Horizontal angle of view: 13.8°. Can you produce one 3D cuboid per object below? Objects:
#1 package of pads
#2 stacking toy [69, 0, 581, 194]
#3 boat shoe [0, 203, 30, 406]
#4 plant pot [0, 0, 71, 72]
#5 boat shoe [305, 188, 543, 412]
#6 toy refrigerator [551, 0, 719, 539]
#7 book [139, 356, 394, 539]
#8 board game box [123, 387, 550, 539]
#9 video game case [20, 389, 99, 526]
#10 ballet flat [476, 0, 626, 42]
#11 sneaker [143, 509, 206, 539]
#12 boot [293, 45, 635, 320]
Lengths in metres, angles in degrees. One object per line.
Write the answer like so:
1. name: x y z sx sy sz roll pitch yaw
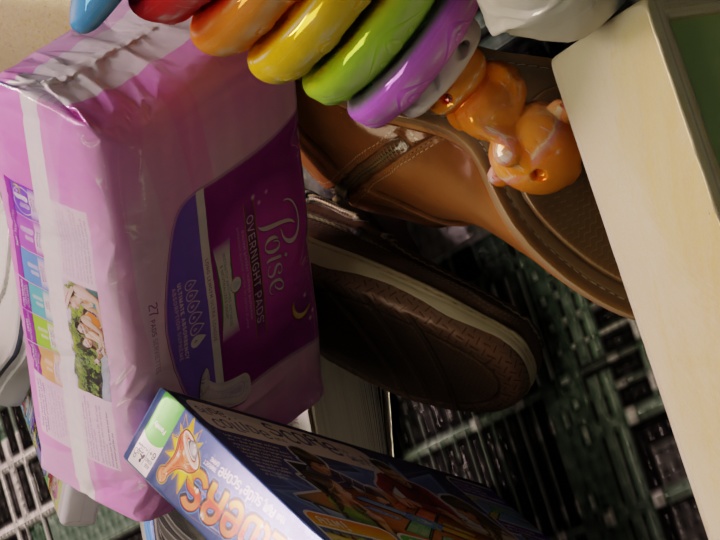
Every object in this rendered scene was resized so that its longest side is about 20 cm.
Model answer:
1. package of pads: -0.079 -0.013 1.192 0.076 0.120 0.200 24 134 35
2. stacking toy: 0.003 -0.095 1.091 0.200 0.110 0.116 36 120 -12
3. boat shoe: -0.184 0.017 1.453 0.200 0.067 0.074 115 157 -58
4. plant pot: -0.128 -0.146 1.366 0.200 0.187 0.188 24 120 35
5. boat shoe: -0.001 -0.004 1.290 0.202 0.075 0.075 21 147 28
6. toy refrigerator: 0.145 0.000 1.070 0.070 0.076 0.200 -31 73 55
7. book: -0.055 0.083 1.423 0.200 0.048 0.134 7 106 57
8. board game box: 0.018 0.113 1.187 0.135 0.200 0.034 39 104 44
9. video game case: -0.148 -0.003 1.516 0.182 0.022 0.200 -117 34 -50
10. ballet flat: 0.073 -0.120 1.070 0.068 0.200 0.069 7 104 13
11. sneaker: -0.078 0.060 1.354 0.083 0.071 0.200 -36 72 50
12. boot: 0.048 -0.039 1.209 0.200 0.074 0.155 43 161 6
